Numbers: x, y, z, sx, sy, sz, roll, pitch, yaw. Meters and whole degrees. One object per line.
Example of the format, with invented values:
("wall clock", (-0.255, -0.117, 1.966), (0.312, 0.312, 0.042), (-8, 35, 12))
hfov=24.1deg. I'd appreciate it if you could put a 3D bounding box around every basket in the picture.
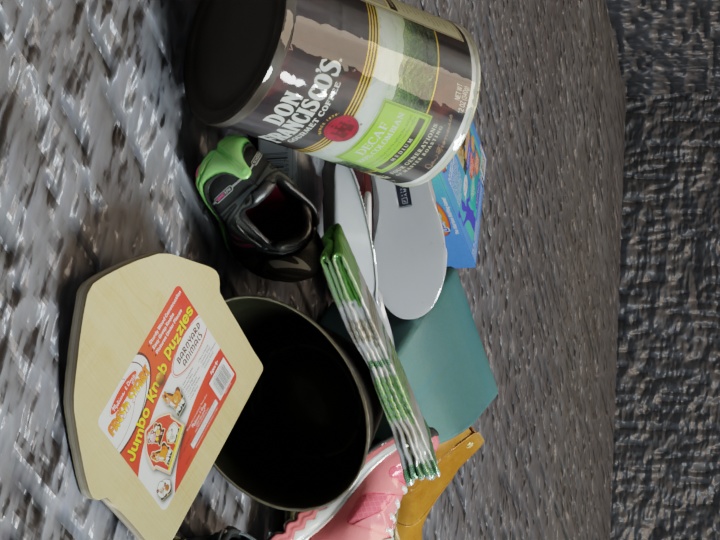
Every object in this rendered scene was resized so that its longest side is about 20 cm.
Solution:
("basket", (-0.049, 0.109, 1.402), (0.181, 0.136, 0.200), (53, 7, 10))

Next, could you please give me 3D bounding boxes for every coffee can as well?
("coffee can", (-0.022, -0.163, 1.368), (0.199, 0.146, 0.148), (15, 68, -35))

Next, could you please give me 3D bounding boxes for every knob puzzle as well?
("knob puzzle", (-0.156, 0.075, 1.199), (0.219, 0.030, 0.222), (-13, 106, -57))

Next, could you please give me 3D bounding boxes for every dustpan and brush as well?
("dustpan and brush", (0.000, 0.000, 1.493), (0.140, 0.057, 0.202), (122, -34, -80))

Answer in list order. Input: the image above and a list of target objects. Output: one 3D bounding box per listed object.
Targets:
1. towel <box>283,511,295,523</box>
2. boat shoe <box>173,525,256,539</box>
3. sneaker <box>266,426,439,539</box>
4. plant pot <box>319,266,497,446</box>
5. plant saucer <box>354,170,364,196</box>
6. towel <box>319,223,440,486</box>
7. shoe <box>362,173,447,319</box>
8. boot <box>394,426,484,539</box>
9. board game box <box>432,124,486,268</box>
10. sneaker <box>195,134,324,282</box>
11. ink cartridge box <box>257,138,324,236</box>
("towel", (-0.034, 0.236, 1.606), (0.200, 0.036, 0.150), (58, 32, -58))
("boat shoe", (-0.100, 0.237, 1.322), (0.199, 0.065, 0.075), (46, 43, -66))
("sneaker", (0.004, 0.220, 1.475), (0.087, 0.200, 0.074), (48, -11, 10))
("plant pot", (0.030, 0.104, 1.612), (0.200, 0.140, 0.143), (-45, 117, -70))
("plant saucer", (0.011, -0.080, 1.702), (0.201, 0.050, 0.203), (179, -90, -89))
("towel", (0.011, 0.067, 1.377), (0.149, 0.030, 0.202), (-101, 167, -81))
("shoe", (0.038, -0.060, 1.564), (0.091, 0.071, 0.202), (-90, 172, -81))
("boot", (0.076, 0.227, 1.793), (0.071, 0.144, 0.202), (47, -9, 42))
("board game box", (0.091, -0.120, 1.835), (0.201, 0.044, 0.153), (64, 28, -52))
("sneaker", (-0.073, -0.034, 1.403), (0.077, 0.084, 0.200), (-47, 150, -4))
("ink cartridge box", (-0.054, -0.123, 1.590), (0.200, 0.040, 0.202), (32, 57, -75))
